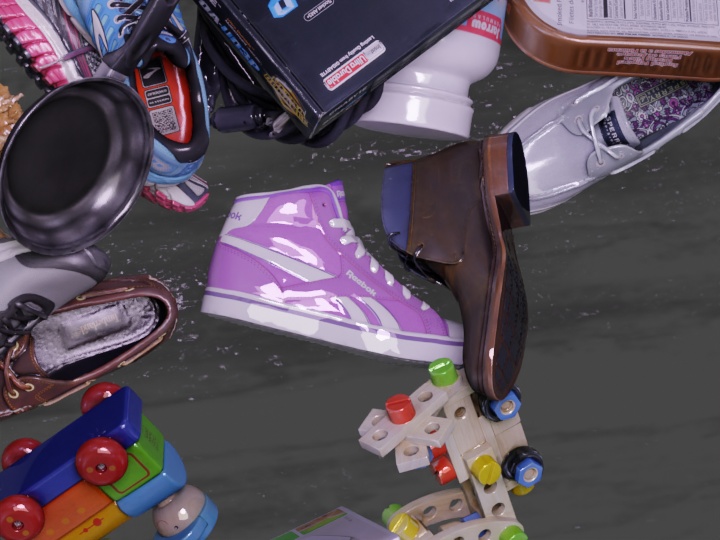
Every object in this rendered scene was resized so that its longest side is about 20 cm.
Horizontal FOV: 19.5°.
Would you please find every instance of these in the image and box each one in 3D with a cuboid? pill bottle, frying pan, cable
[{"bbox_3d":[0.047,-0.194,1.426,0.108,0.109,0.201,8,88,-11],"label":"pill bottle"},{"bbox_3d":[-0.166,-0.099,1.245,0.115,0.031,0.191,-11,121,-44],"label":"frying pan"},{"bbox_3d":[-0.043,-0.185,1.394,0.051,0.163,0.201,13,85,-52],"label":"cable"}]

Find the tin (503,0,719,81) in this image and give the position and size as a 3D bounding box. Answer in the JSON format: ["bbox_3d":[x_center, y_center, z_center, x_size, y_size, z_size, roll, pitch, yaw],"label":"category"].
[{"bbox_3d":[0.198,-0.189,1.459,0.199,0.042,0.112,3,55,-1],"label":"tin"}]

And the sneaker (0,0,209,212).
[{"bbox_3d":[-0.166,-0.123,1.399,0.075,0.081,0.200,-38,96,-11],"label":"sneaker"}]

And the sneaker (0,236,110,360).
[{"bbox_3d":[-0.244,0.038,1.338,0.200,0.074,0.080,-26,65,15],"label":"sneaker"}]

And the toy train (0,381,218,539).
[{"bbox_3d":[-0.201,0.175,1.400,0.200,0.085,0.116,-35,115,14],"label":"toy train"}]

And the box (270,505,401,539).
[{"bbox_3d":[-0.054,0.239,1.357,0.176,0.200,0.097,-23,93,-9],"label":"box"}]

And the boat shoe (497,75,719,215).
[{"bbox_3d":[0.173,-0.104,1.468,0.200,0.072,0.070,-31,95,-10],"label":"boat shoe"}]

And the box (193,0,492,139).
[{"bbox_3d":[-0.006,-0.203,1.321,0.200,0.046,0.159,-37,86,-19],"label":"box"}]

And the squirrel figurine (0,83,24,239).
[{"bbox_3d":[-0.285,-0.086,1.316,0.141,0.200,0.188,-11,94,-18],"label":"squirrel figurine"}]

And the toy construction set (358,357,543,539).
[{"bbox_3d":[0.055,0.134,1.405,0.131,0.092,0.200,-28,138,-11],"label":"toy construction set"}]

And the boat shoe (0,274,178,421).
[{"bbox_3d":[-0.216,0.054,1.393,0.199,0.070,0.071,-25,99,-9],"label":"boat shoe"}]

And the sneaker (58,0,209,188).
[{"bbox_3d":[-0.134,-0.153,1.319,0.078,0.090,0.201,-23,96,-20],"label":"sneaker"}]

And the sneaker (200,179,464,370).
[{"bbox_3d":[0.000,0.000,1.436,0.200,0.073,0.115,16,82,-11],"label":"sneaker"}]

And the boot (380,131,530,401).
[{"bbox_3d":[0.060,0.001,1.400,0.097,0.075,0.201,-5,55,17],"label":"boot"}]
